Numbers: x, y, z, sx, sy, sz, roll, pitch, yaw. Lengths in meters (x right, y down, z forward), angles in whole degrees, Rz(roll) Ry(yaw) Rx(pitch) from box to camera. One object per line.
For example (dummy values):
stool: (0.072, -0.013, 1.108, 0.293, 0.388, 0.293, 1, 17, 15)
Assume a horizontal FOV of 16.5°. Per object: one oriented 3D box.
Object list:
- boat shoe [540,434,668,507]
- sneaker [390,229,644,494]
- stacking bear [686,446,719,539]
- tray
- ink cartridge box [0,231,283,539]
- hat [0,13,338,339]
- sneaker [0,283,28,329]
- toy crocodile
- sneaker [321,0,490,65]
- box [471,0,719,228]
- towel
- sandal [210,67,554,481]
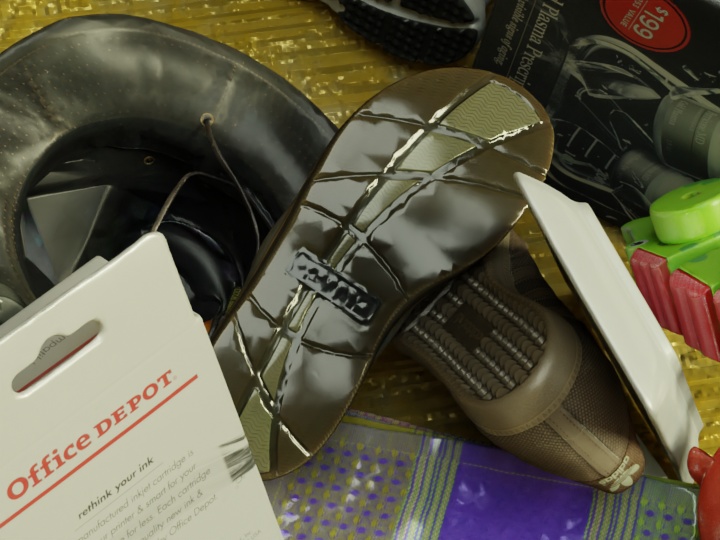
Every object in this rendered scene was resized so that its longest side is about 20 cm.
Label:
boat shoe: (0.126, 0.144, 1.028, 0.060, 0.072, 0.202, -31, 67, -12)
sneaker: (0.060, 0.034, 1.032, 0.070, 0.200, 0.076, -41, 114, 8)
stacking bear: (0.216, 0.120, 0.981, 0.200, 0.121, 0.114, 32, 99, -26)
tray: (0.107, 0.026, 1.005, 0.022, 0.200, 0.108, -30, 73, 3)
ink cartridge box: (-0.104, 0.079, 0.920, 0.116, 0.201, 0.067, -37, 41, -24)
hat: (-0.095, -0.009, 1.057, 0.199, 0.081, 0.202, 3, 79, -18)
sneaker: (-0.158, 0.088, 0.979, 0.075, 0.201, 0.079, -16, 28, -37)
toy crocodile: (0.150, 0.010, 1.005, 0.061, 0.200, 0.068, -22, 107, -13)
sneaker: (-0.021, -0.171, 1.148, 0.199, 0.074, 0.080, 31, 53, 2)
box: (0.152, -0.098, 1.059, 0.181, 0.200, 0.104, 26, 65, 5)
towel: (0.034, 0.130, 0.996, 0.199, 0.023, 0.144, 12, 64, 22)
sandal: (0.000, 0.000, 1.020, 0.082, 0.055, 0.200, 35, 82, -4)
